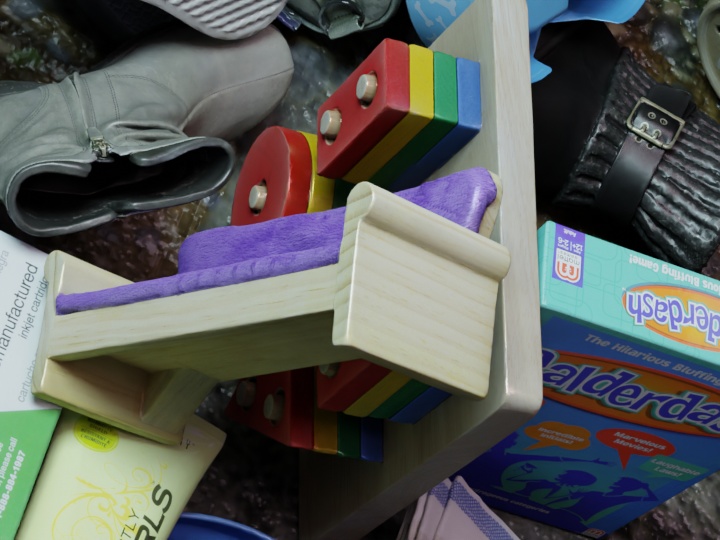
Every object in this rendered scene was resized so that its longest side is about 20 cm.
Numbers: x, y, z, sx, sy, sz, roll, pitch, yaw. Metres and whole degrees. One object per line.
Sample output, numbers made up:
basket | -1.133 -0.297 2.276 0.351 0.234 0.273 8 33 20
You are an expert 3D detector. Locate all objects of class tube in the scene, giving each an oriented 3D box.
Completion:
tube | -0.120 0.123 1.052 0.058 0.052 0.200 69 32 -41

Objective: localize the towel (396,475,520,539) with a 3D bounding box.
towel | 0.046 0.203 1.133 0.147 0.024 0.200 47 44 -27

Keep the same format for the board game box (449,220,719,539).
board game box | 0.100 0.057 1.159 0.152 0.200 0.045 18 59 -20

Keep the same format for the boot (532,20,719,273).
boot | 0.112 -0.045 1.290 0.158 0.079 0.211 46 53 -2

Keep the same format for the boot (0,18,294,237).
boot | -0.091 -0.059 1.148 0.200 0.131 0.068 -19 116 -30

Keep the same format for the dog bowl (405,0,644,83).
dog bowl | 0.086 -0.164 1.237 0.200 0.049 0.112 -37 127 -50

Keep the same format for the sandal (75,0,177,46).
sandal | -0.155 -0.190 1.241 0.076 0.043 0.200 -28 78 -45

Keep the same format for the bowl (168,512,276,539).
bowl | -0.078 0.205 1.087 0.200 0.039 0.201 13 61 -24

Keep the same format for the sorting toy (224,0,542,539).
sorting toy | 0.000 0.000 1.131 0.069 0.199 0.201 12 61 -24

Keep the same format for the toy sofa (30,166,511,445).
toy sofa | -0.039 0.006 1.018 0.083 0.200 0.098 23 67 -40

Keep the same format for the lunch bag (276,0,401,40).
lunch bag | -0.001 -0.237 1.286 0.168 0.139 0.200 55 49 -25

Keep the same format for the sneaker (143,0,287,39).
sneaker | -0.120 -0.178 1.138 0.114 0.073 0.200 48 5 31

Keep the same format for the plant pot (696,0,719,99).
plant pot | 0.289 -0.158 1.402 0.200 0.187 0.187 -35 86 -22

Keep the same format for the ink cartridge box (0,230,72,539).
ink cartridge box | -0.228 0.033 1.059 0.200 0.083 0.147 27 56 -15
